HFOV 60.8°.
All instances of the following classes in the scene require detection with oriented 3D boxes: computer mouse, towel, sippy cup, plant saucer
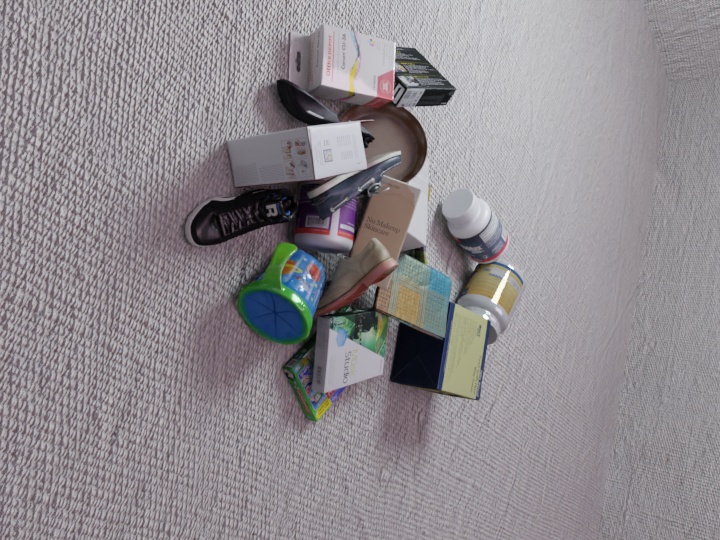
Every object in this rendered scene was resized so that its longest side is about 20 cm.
[{"bbox_3d":[-0.067,-0.278,1.134,0.199,0.140,0.046,28,93,-41],"label":"computer mouse"},{"bbox_3d":[0.143,-0.101,1.410,0.144,0.023,0.202,-105,-163,-85],"label":"towel"},{"bbox_3d":[-0.127,0.038,1.083,0.139,0.178,0.131,40,45,-11],"label":"sippy cup"},{"bbox_3d":[0.114,0.049,1.308,0.199,0.022,0.148,25,66,-32],"label":"towel"},{"bbox_3d":[0.038,-0.254,1.258,0.198,0.032,0.202,2,74,-7],"label":"plant saucer"}]

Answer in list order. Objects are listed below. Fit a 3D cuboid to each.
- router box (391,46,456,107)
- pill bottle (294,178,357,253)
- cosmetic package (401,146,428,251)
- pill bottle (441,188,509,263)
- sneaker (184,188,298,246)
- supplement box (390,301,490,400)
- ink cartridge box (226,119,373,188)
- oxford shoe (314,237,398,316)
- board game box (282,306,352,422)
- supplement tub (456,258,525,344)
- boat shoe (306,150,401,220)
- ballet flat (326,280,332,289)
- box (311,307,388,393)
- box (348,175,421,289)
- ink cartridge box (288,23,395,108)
[{"bbox_3d":[0.100,-0.421,1.329,0.199,0.051,0.149,-18,63,-48],"label":"router box"},{"bbox_3d":[-0.060,-0.138,1.162,0.112,0.112,0.202,15,80,-49],"label":"pill bottle"},{"bbox_3d":[0.080,-0.148,1.311,0.085,0.107,0.202,27,61,-48],"label":"cosmetic package"},{"bbox_3d":[0.293,-0.117,1.584,0.200,0.119,0.120,43,60,-41],"label":"pill bottle"},{"bbox_3d":[-0.184,-0.097,1.013,0.200,0.111,0.074,-33,115,-45],"label":"sneaker"},{"bbox_3d":[0.195,0.190,1.463,0.199,0.133,0.202,24,73,-48],"label":"supplement box"},{"bbox_3d":[-0.094,-0.200,1.049,0.175,0.199,0.085,-22,108,-47],"label":"ink cartridge box"},{"bbox_3d":[-0.023,0.016,1.132,0.074,0.199,0.071,58,23,9],"label":"oxford shoe"},{"bbox_3d":[-0.062,0.184,1.235,0.200,0.029,0.135,-46,124,-40],"label":"board game box"},{"bbox_3d":[0.339,0.081,1.626,0.201,0.144,0.145,-56,130,-33],"label":"supplement tub"},{"bbox_3d":[-0.001,-0.155,1.090,0.199,0.075,0.062,-32,104,-28],"label":"boat shoe"},{"bbox_3d":[0.000,0.000,1.279,0.200,0.074,0.075,-41,121,-45],"label":"ballet flat"},{"bbox_3d":[-0.016,0.153,1.224,0.199,0.036,0.146,-6,104,-54],"label":"box"},{"bbox_3d":[0.042,-0.076,1.185,0.078,0.094,0.202,-91,-161,-85],"label":"box"},{"bbox_3d":[-0.034,-0.391,1.172,0.198,0.067,0.118,2,89,-28],"label":"ink cartridge box"}]
